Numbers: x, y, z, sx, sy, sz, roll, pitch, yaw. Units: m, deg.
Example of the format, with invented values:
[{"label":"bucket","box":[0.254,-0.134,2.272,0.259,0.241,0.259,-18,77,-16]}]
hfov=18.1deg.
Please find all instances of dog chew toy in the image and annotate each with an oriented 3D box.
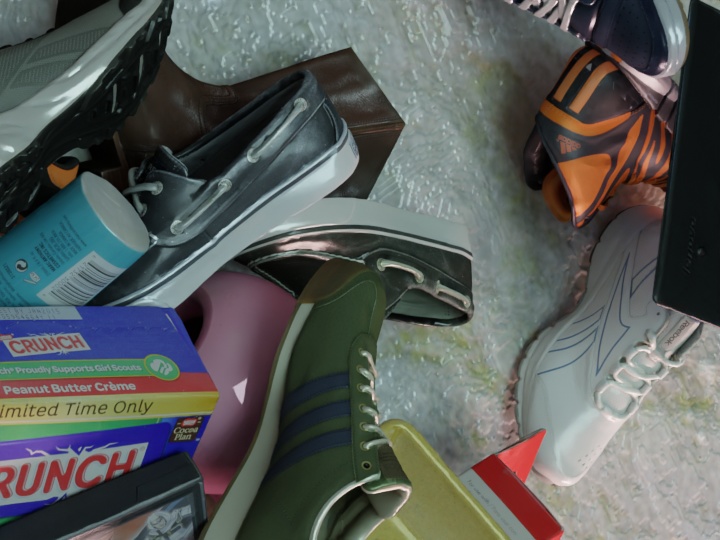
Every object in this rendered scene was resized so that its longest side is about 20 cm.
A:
[{"label":"dog chew toy","box":[-0.050,0.088,1.273,0.200,0.124,0.125,44,70,-39]}]

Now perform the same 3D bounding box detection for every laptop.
[{"label":"laptop","box":[0.227,-0.039,1.400,0.116,0.200,0.188,10,76,-2]}]

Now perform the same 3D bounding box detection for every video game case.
[{"label":"video game case","box":[-0.167,0.193,1.155,0.200,0.026,0.181,-22,139,-18]}]

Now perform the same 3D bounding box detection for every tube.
[{"label":"tube","box":[-0.197,0.030,1.154,0.200,0.050,0.077,-38,116,14]}]

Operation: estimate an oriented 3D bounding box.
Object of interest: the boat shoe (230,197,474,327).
[{"label":"boat shoe","box":[0.000,0.000,1.300,0.200,0.071,0.064,6,70,-47]}]

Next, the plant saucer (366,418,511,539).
[{"label":"plant saucer","box":[0.014,0.216,1.220,0.200,0.048,0.200,49,61,-5]}]

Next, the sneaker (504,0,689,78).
[{"label":"sneaker","box":[0.098,-0.175,1.327,0.108,0.200,0.070,-23,151,-28]}]

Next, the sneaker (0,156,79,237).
[{"label":"sneaker","box":[-0.227,-0.077,1.161,0.200,0.070,0.090,43,64,-35]}]

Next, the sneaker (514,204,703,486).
[{"label":"sneaker","box":[0.166,0.047,1.439,0.074,0.087,0.200,35,76,-34]}]

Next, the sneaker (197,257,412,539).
[{"label":"sneaker","box":[-0.008,0.094,1.155,0.200,0.090,0.067,-67,151,-18]}]

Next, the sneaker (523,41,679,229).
[{"label":"sneaker","box":[0.167,-0.071,1.444,0.112,0.078,0.200,-52,136,4]}]

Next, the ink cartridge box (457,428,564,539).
[{"label":"ink cartridge box","box":[0.046,0.188,1.346,0.200,0.067,0.116,-29,154,-29]}]

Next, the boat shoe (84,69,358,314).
[{"label":"boat shoe","box":[-0.095,-0.034,1.192,0.200,0.072,0.068,-34,121,-7]}]

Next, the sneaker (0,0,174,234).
[{"label":"sneaker","box":[-0.164,-0.090,1.119,0.079,0.074,0.200,37,56,14]}]

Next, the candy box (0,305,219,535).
[{"label":"candy box","box":[-0.185,0.115,1.145,0.169,0.077,0.200,1,127,-35]}]

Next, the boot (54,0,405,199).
[{"label":"boot","box":[-0.067,-0.111,1.268,0.200,0.064,0.187,-13,115,-31]}]
